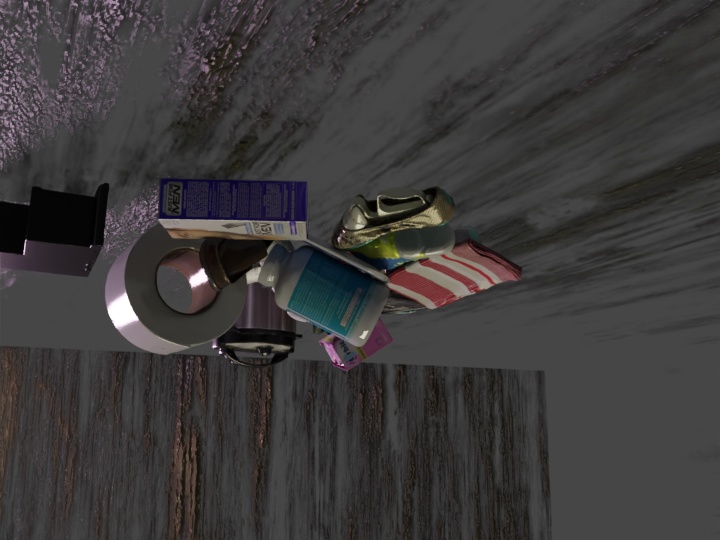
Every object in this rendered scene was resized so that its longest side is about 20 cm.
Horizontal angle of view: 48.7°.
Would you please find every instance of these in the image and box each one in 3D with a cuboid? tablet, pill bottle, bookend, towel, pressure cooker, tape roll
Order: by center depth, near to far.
[{"bbox_3d":[-0.472,-0.065,1.125,0.198,0.093,0.198,7,165,-23],"label":"bookend"},{"bbox_3d":[-0.051,-0.034,1.237,0.199,0.014,0.130,27,179,16],"label":"tablet"},{"bbox_3d":[-0.061,0.032,1.269,0.199,0.112,0.111,27,167,0],"label":"pill bottle"},{"bbox_3d":[0.140,0.010,1.278,0.143,0.023,0.199,25,146,-38],"label":"towel"},{"bbox_3d":[-0.302,0.029,1.301,0.201,0.205,0.139,7,167,-29],"label":"tape roll"},{"bbox_3d":[-0.215,0.095,1.605,0.174,0.202,0.179,-2,168,9],"label":"pressure cooker"}]

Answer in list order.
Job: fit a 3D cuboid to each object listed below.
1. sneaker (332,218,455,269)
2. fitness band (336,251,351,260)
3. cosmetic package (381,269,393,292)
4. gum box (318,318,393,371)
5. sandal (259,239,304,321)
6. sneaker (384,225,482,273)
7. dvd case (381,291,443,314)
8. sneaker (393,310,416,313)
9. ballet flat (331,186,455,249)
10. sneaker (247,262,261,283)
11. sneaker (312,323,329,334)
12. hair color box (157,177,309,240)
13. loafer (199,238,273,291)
[{"bbox_3d":[0.061,-0.044,1.238,0.198,0.076,0.105,7,163,25],"label":"sneaker"},{"bbox_3d":[-0.070,0.022,1.500,0.143,0.038,0.200,-30,175,-16],"label":"fitness band"},{"bbox_3d":[0.097,0.026,1.588,0.104,0.072,0.200,1,168,-5],"label":"cosmetic package"},{"bbox_3d":[-0.014,0.148,1.676,0.113,0.066,0.200,-32,-177,-11],"label":"gum box"},{"bbox_3d":[-0.124,0.002,1.382,0.082,0.050,0.204,9,133,26],"label":"sandal"},{"bbox_3d":[0.106,-0.017,1.314,0.139,0.079,0.200,-11,172,-22],"label":"sneaker"},{"bbox_3d":[0.049,0.063,1.525,0.148,0.016,0.199,-10,167,35],"label":"dvd case"},{"bbox_3d":[0.031,0.061,1.727,0.198,0.076,0.087,10,154,-5],"label":"sneaker"},{"bbox_3d":[0.034,-0.084,1.128,0.198,0.068,0.075,-12,142,25],"label":"ballet flat"},{"bbox_3d":[-0.181,-0.014,1.440,0.198,0.071,0.080,-5,164,-16],"label":"sneaker"},{"bbox_3d":[-0.071,0.083,1.604,0.075,0.080,0.200,-27,171,0],"label":"sneaker"},{"bbox_3d":[-0.172,-0.083,1.107,0.198,0.066,0.109,2,169,-2],"label":"hair color box"},{"bbox_3d":[-0.180,-0.036,1.197,0.070,0.074,0.200,-17,-160,19],"label":"loafer"}]
